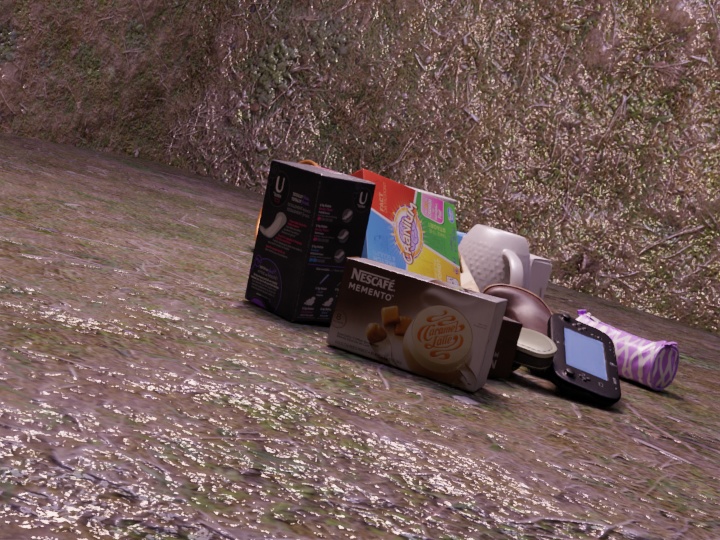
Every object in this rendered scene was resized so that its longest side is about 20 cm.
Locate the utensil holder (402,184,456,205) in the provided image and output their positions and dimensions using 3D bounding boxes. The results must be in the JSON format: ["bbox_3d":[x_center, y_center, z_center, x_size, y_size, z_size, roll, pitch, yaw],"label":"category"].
[{"bbox_3d":[0.092,-0.068,2.276,0.167,0.203,0.170,15,5,-1],"label":"utensil holder"}]

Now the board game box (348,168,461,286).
[{"bbox_3d":[0.065,-0.048,1.649,0.198,0.156,0.040,17,-30,-40],"label":"board game box"}]

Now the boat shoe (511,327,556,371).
[{"bbox_3d":[0.201,0.108,1.566,0.071,0.062,0.200,-2,15,-32],"label":"boat shoe"}]

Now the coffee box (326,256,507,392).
[{"bbox_3d":[0.070,0.063,1.382,0.197,0.116,0.080,18,6,16],"label":"coffee box"}]

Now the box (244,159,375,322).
[{"bbox_3d":[-0.070,-0.039,1.540,0.105,0.203,0.121,4,11,-42],"label":"box"}]

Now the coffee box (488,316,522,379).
[{"bbox_3d":[0.115,0.078,1.533,0.112,0.081,0.199,13,6,-32],"label":"coffee box"}]

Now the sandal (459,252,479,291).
[{"bbox_3d":[0.140,-0.021,1.803,0.076,0.070,0.213,-16,45,-14],"label":"sandal"}]

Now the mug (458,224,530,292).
[{"bbox_3d":[0.223,0.023,1.864,0.145,0.178,0.200,13,6,-16],"label":"mug"}]

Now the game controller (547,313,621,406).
[{"bbox_3d":[0.313,0.123,1.566,0.103,0.043,0.201,14,26,2],"label":"game controller"}]

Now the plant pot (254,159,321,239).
[{"bbox_3d":[-0.094,-0.093,2.171,0.139,0.202,0.199,31,-3,-30],"label":"plant pot"}]

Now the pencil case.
[{"bbox_3d":[0.434,0.132,1.854,0.083,0.087,0.199,7,11,-44],"label":"pencil case"}]

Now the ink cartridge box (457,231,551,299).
[{"bbox_3d":[0.232,0.023,2.040,0.198,0.149,0.085,19,6,35],"label":"ink cartridge box"}]

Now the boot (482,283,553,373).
[{"bbox_3d":[0.260,0.092,1.684,0.199,0.073,0.166,34,13,10],"label":"boot"}]
